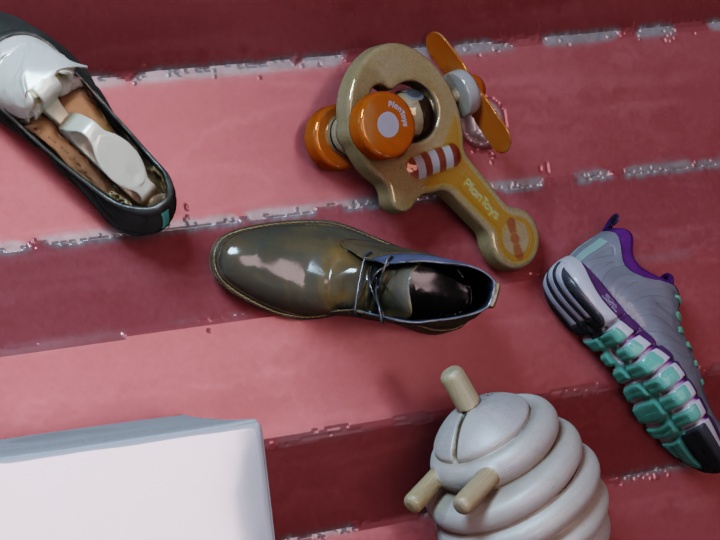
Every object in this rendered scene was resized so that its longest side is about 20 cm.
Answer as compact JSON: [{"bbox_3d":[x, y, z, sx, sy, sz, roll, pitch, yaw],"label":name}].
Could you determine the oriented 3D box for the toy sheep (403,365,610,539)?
[{"bbox_3d":[0.104,0.155,1.148,0.137,0.138,0.201,-32,112,-18],"label":"toy sheep"}]

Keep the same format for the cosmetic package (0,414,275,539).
[{"bbox_3d":[-0.172,0.162,1.016,0.197,0.200,0.124,-7,87,-18],"label":"cosmetic package"}]

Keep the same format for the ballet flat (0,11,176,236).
[{"bbox_3d":[-0.194,-0.106,1.102,0.200,0.068,0.068,43,74,-10],"label":"ballet flat"}]

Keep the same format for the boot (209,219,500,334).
[{"bbox_3d":[0.000,0.000,1.143,0.198,0.097,0.076,9,82,-18],"label":"boot"}]

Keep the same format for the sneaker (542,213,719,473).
[{"bbox_3d":[0.227,0.054,1.230,0.087,0.074,0.201,-41,98,-22],"label":"sneaker"}]

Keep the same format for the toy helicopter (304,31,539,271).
[{"bbox_3d":[0.064,-0.083,1.198,0.200,0.079,0.133,46,64,-21],"label":"toy helicopter"}]
